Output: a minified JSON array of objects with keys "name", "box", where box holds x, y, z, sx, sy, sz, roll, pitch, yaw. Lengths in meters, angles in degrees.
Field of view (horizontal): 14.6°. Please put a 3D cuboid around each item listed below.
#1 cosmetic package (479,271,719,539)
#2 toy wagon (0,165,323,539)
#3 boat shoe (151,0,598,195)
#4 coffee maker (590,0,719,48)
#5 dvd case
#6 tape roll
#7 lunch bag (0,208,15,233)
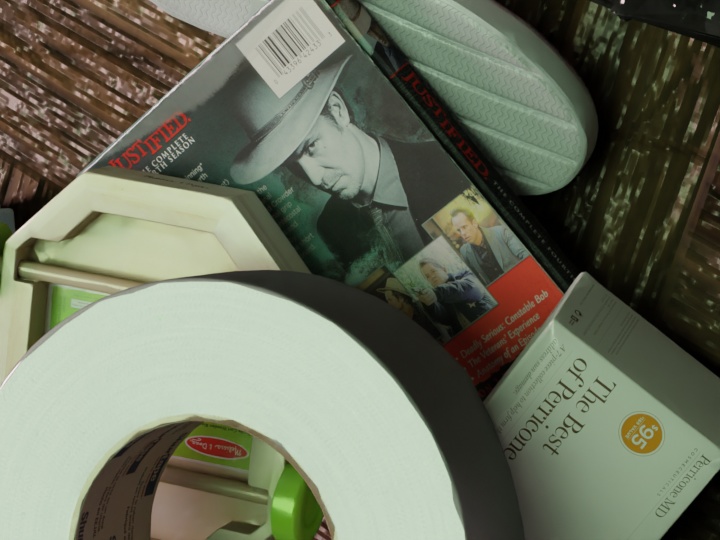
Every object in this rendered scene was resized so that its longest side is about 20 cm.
[{"name":"cosmetic package","box":[0.054,0.104,1.043,0.082,0.051,0.200,36,119,1]},{"name":"toy wagon","box":[-0.085,0.064,1.079,0.154,0.040,0.201,11,103,21]},{"name":"boat shoe","box":[0.009,-0.101,1.075,0.199,0.071,0.072,31,123,10]},{"name":"coffee maker","box":[0.164,-0.171,0.922,0.191,0.135,0.201,18,106,14]},{"name":"dvd case","box":[0.000,0.000,1.071,0.200,0.022,0.146,49,125,-3]},{"name":"tape roll","box":[-0.043,0.101,1.003,0.199,0.066,0.202,2,95,21]},{"name":"lunch bag","box":[-0.225,0.061,1.247,0.199,0.127,0.171,-19,82,32]}]
